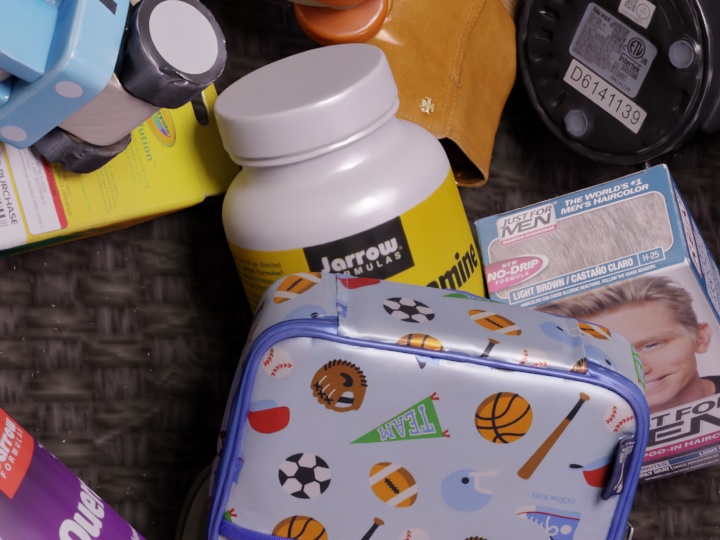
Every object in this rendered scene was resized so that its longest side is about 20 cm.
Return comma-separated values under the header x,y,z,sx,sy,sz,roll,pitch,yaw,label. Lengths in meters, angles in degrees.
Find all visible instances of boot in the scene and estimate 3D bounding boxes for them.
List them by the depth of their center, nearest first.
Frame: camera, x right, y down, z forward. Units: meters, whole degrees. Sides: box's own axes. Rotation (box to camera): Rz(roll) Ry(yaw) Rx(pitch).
x,y,z,sx,sy,sz,roll,pitch,yaw,label
0.010,-0.141,1.468,0.201,0.071,0.144,35,53,-33,boot

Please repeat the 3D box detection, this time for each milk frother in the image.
x,y,z,sx,sy,sz,roll,pitch,yaw,label
0.176,-0.077,1.551,0.188,0.200,0.181,-15,63,-50,milk frother

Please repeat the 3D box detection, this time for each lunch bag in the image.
x,y,z,sx,sy,sz,roll,pitch,yaw,label
0.033,0.092,1.324,0.199,0.076,0.161,12,113,-5,lunch bag

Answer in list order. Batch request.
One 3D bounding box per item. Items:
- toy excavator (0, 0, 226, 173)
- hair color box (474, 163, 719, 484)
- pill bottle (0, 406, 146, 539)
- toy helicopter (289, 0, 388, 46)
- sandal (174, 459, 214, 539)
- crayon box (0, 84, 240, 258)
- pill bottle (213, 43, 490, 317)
x,y,z,sx,sy,sz,roll,pitch,yaw,label
-0.164,-0.111,1.242,0.200,0.100,0.195,27,55,-26,toy excavator
0.136,0.033,1.446,0.200,0.100,0.061,54,23,-54,hair color box
-0.167,0.126,1.272,0.200,0.112,0.113,45,59,-20,pill bottle
-0.057,-0.200,1.403,0.199,0.079,0.133,19,77,6,toy helicopter
-0.041,0.186,1.380,0.080,0.057,0.202,2,79,-34,sandal
-0.148,-0.075,1.345,0.200,0.051,0.127,-14,88,-50,crayon box
0.000,0.000,1.385,0.112,0.112,0.201,-34,116,-34,pill bottle
